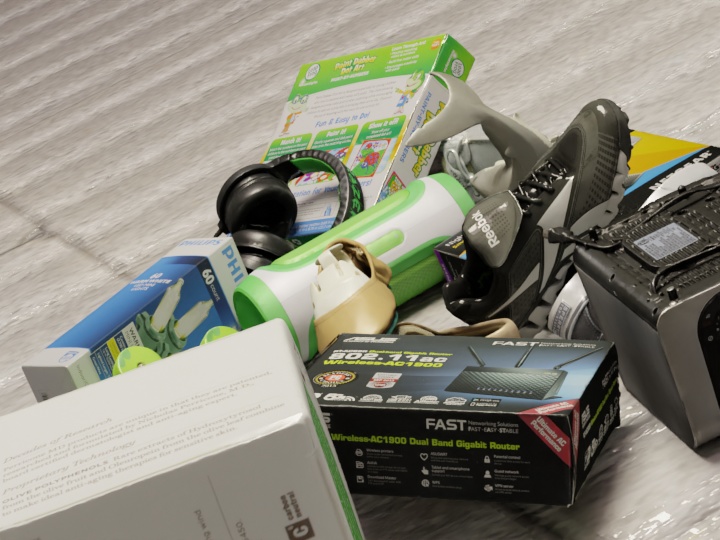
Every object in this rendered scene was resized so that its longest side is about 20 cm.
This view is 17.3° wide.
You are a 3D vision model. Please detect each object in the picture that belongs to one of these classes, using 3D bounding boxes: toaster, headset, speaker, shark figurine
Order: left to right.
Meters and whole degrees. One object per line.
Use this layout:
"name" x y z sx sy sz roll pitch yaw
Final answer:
"headset" -0.080 -0.022 1.985 0.199 0.094 0.124 -21 50 23
"speaker" 0.000 0.000 1.882 0.199 0.089 0.088 -30 22 -19
"shark figurine" 0.113 -0.066 1.765 0.127 0.215 0.090 16 78 19
"toaster" 0.248 0.011 1.561 0.180 0.119 0.200 -24 21 -8

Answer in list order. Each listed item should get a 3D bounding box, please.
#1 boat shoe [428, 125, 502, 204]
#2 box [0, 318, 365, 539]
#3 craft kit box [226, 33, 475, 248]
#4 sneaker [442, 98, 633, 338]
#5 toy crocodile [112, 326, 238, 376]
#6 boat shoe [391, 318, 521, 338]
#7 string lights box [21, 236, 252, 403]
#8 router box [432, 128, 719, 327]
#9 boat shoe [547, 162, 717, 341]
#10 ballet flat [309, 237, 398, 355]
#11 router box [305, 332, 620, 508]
"boat shoe" 0.069 -0.079 2.031 0.201 0.075 0.065 -10 29 38
"box" -0.098 0.171 1.399 0.199 0.200 0.171 -20 20 -1
"craft kit box" -0.012 -0.102 2.053 0.199 0.048 0.199 -6 57 49
"sneaker" 0.120 -0.034 1.667 0.090 0.201 0.067 8 32 -35
"toy crocodile" -0.136 0.092 1.767 0.199 0.062 0.068 -13 -33 -37
"boat shoe" 0.037 0.067 1.708 0.199 0.065 0.072 -5 27 38
"string lights box" -0.162 0.066 1.854 0.059 0.103 0.200 -2 29 44
"router box" 0.177 -0.035 1.836 0.199 0.051 0.149 -32 23 -21
"boat shoe" 0.216 -0.004 1.707 0.068 0.072 0.200 32 48 20
"ballet flat" -0.013 0.019 1.734 0.068 0.063 0.200 -36 9 5
"router box" 0.058 0.093 1.532 0.199 0.063 0.150 2 16 16
